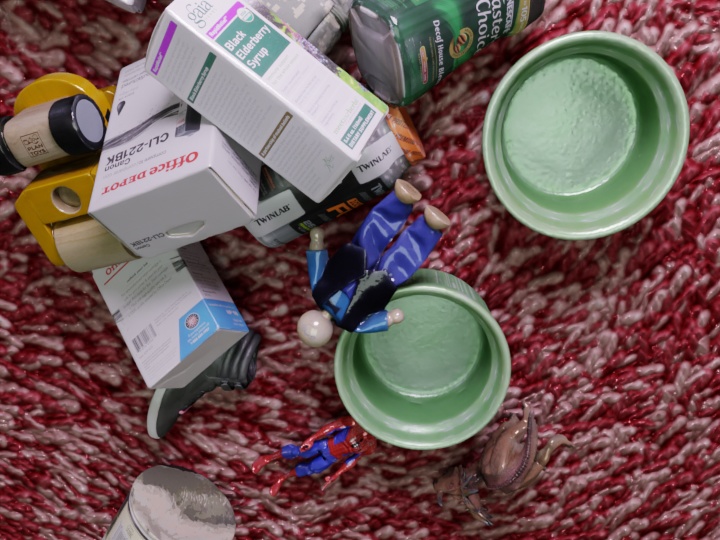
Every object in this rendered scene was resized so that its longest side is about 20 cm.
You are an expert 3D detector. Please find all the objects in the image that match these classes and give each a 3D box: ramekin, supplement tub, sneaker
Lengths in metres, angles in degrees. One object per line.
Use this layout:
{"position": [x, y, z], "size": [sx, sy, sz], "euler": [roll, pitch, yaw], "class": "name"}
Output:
{"position": [0.221, -0.142, 0.777], "size": [0.197, 0.098, 0.203], "euler": [2, 109, 4], "class": "ramekin"}
{"position": [-0.039, -0.118, 0.802], "size": [0.198, 0.123, 0.123], "euler": [-26, 105, 13], "class": "supplement tub"}
{"position": [-0.190, 0.141, 0.930], "size": [0.098, 0.071, 0.202], "euler": [28, 105, 0], "class": "sneaker"}
{"position": [0.071, 0.096, 0.879], "size": [0.197, 0.098, 0.203], "euler": [1, 109, 4], "class": "ramekin"}

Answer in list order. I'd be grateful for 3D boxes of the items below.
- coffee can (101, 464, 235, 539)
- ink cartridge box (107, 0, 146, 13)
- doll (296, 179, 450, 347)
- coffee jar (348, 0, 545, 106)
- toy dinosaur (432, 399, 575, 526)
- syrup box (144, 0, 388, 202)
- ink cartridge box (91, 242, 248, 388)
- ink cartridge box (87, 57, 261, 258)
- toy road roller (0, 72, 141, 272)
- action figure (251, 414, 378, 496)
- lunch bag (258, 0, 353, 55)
{"position": [-0.271, 0.379, 0.979], "size": [0.145, 0.147, 0.201], "euler": [31, 108, -6], "class": "coffee can"}
{"position": [-0.246, -0.374, 0.721], "size": [0.143, 0.084, 0.202], "euler": [22, 99, -15], "class": "ink cartridge box"}
{"position": [0.000, 0.000, 0.789], "size": [0.136, 0.048, 0.201], "euler": [40, 106, 2], "class": "doll"}
{"position": [0.089, -0.249, 0.719], "size": [0.199, 0.085, 0.105], "euler": [-36, 142, -18], "class": "coffee jar"}
{"position": [0.169, 0.236, 0.895], "size": [0.135, 0.200, 0.086], "euler": [-36, 76, -23], "class": "toy dinosaur"}
{"position": [-0.083, -0.162, 0.668], "size": [0.199, 0.079, 0.081], "euler": [38, 141, -10], "class": "syrup box"}
{"position": [-0.228, 0.020, 0.868], "size": [0.115, 0.067, 0.201], "euler": [-38, 70, 16], "class": "ink cartridge box"}
{"position": [-0.176, -0.131, 0.753], "size": [0.143, 0.202, 0.084], "euler": [-16, 144, 21], "class": "ink cartridge box"}
{"position": [-0.294, -0.114, 0.819], "size": [0.121, 0.147, 0.202], "euler": [-11, 121, 16], "class": "toy road roller"}
{"position": [-0.046, 0.229, 0.943], "size": [0.199, 0.052, 0.066], "euler": [-30, 100, 24], "class": "action figure"}
{"position": [-0.073, -0.309, 0.731], "size": [0.199, 0.139, 0.168], "euler": [38, 95, -11], "class": "lunch bag"}
